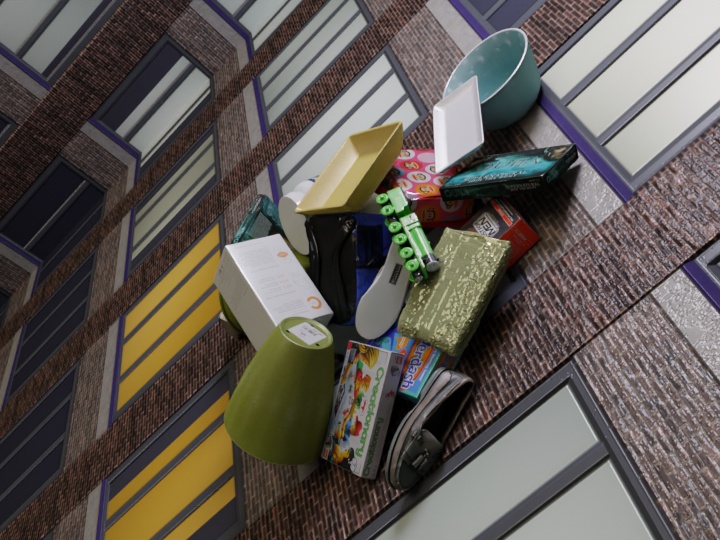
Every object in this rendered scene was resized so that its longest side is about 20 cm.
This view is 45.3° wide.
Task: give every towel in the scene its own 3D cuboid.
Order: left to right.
[{"bbox_3d":[0.149,0.030,1.364,0.147,0.036,0.202,18,77,47],"label":"towel"}]

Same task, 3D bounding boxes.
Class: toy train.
[{"bbox_3d":[0.078,-0.062,1.430,0.056,0.042,0.201,-22,50,0],"label":"toy train"}]

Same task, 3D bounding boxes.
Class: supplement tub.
[{"bbox_3d":[-0.050,-0.127,1.731,0.198,0.147,0.144,-26,19,-27],"label":"supplement tub"}]

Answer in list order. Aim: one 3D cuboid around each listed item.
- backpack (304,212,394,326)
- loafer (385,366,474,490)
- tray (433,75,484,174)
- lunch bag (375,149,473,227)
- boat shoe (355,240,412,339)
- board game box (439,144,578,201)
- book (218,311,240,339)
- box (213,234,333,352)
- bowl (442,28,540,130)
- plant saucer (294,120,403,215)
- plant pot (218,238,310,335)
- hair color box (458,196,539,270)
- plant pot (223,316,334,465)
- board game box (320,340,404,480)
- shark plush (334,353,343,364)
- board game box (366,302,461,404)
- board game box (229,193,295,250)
[{"bbox_3d":[0.000,0.000,1.587,0.162,0.166,0.203,-1,88,58],"label":"backpack"},{"bbox_3d":[0.104,0.235,1.281,0.062,0.072,0.202,5,60,49],"label":"loafer"},{"bbox_3d":[0.178,-0.258,1.545,0.107,0.022,0.202,-33,36,32],"label":"tray"},{"bbox_3d":[0.107,-0.155,1.590,0.201,0.173,0.083,-112,22,-54],"label":"lunch bag"},{"bbox_3d":[0.056,0.027,1.492,0.202,0.070,0.064,-63,-10,2],"label":"boat shoe"},{"bbox_3d":[0.247,-0.163,1.444,0.198,0.028,0.135,-3,27,40],"label":"board game box"},{"bbox_3d":[-0.244,0.046,1.937,0.202,0.048,0.134,-63,-5,-17],"label":"book"},{"bbox_3d":[-0.161,0.047,1.566,0.201,0.123,0.098,54,138,26],"label":"box"},{"bbox_3d":[0.264,-0.349,1.647,0.200,0.105,0.202,-34,35,28],"label":"bowl"},{"bbox_3d":[-0.012,-0.173,1.581,0.201,0.048,0.199,-55,24,-18],"label":"plant saucer"},{"bbox_3d":[-0.151,0.040,1.744,0.191,0.200,0.202,4,60,42],"label":"plant pot"},{"bbox_3d":[0.192,-0.023,1.440,0.200,0.061,0.102,-46,31,13],"label":"hair color box"},{"bbox_3d":[-0.118,0.185,1.448,0.188,0.184,0.202,-115,38,-58],"label":"plant pot"},{"bbox_3d":[0.003,0.224,1.407,0.126,0.034,0.203,6,81,56],"label":"board game box"},{"bbox_3d":[-0.113,0.177,1.628,0.199,0.083,0.092,-2,56,54],"label":"shark plush"},{"bbox_3d":[0.084,0.135,1.437,0.199,0.045,0.153,9,64,56],"label":"board game box"},{"bbox_3d":[-0.188,-0.053,1.867,0.028,0.200,0.136,11,64,38],"label":"board game box"}]
